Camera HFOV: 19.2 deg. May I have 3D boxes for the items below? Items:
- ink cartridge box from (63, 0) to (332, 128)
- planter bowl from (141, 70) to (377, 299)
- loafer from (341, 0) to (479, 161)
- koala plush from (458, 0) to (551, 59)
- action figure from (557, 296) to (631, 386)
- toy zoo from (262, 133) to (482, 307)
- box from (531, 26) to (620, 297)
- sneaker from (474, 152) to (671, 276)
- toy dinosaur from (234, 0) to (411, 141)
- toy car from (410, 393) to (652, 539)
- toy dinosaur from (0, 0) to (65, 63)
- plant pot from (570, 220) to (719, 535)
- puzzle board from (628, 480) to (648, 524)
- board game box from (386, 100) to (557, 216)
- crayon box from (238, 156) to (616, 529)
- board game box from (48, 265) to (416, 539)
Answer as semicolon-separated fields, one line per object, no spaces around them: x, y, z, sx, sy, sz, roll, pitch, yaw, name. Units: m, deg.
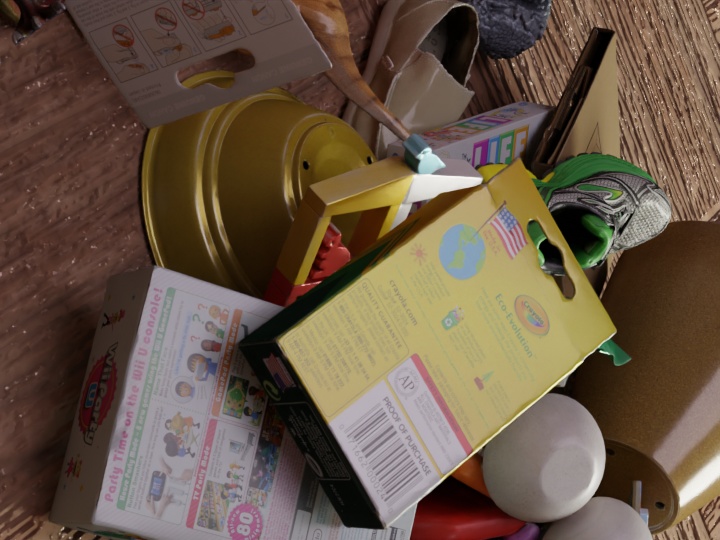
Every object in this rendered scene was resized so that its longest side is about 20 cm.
-0.113;-0.193;1.239;0.200;0.162;0.050;57;43;-22;ink cartridge box
-0.040;-0.040;1.343;0.200;0.083;0.201;21;63;-47;planter bowl
0.038;-0.117;1.481;0.076;0.068;0.201;37;51;-39;loafer
0.092;-0.286;1.542;0.200;0.177;0.185;20;51;-46;koala plush
0.116;0.038;1.383;0.118;0.055;0.200;35;9;8;action figure
0.000;0.000;1.295;0.131;0.201;0.020;-12;46;-41;toy zoo
0.165;-0.055;1.587;0.201;0.021;0.164;80;27;-42;box
0.148;-0.027;1.443;0.199;0.085;0.078;-9;123;-45;sneaker
-0.030;-0.153;1.367;0.106;0.061;0.201;-10;58;-27;toy dinosaur
0.084;0.159;1.393;0.150;0.175;0.201;-34;113;-14;toy car
-0.257;-0.180;1.154;0.182;0.105;0.200;50;5;-11;toy dinosaur
0.233;0.097;1.574;0.187;0.186;0.200;57;46;-21;plant pot
0.188;0.254;1.491;0.200;0.017;0.151;85;11;-62;puzzle board
0.077;-0.036;1.477;0.200;0.034;0.135;-23;120;-57;board game box
0.042;0.040;1.217;0.200;0.051;0.127;-36;103;-28;crayon box
-0.061;0.097;1.216;0.199;0.064;0.148;20;75;-29;board game box
